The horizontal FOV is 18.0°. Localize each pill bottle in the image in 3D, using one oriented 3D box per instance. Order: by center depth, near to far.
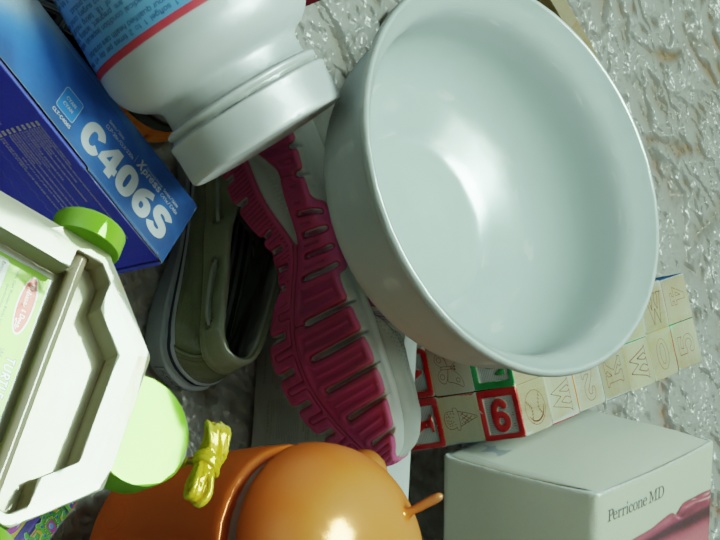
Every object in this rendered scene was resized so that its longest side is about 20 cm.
[{"bbox_3d":[-0.094,-0.146,1.065,0.109,0.108,0.201,-31,91,-47],"label":"pill bottle"}]

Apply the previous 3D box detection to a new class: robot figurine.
[{"bbox_3d":[-0.052,0.145,1.092,0.143,0.199,0.118,7,76,-48],"label":"robot figurine"}]

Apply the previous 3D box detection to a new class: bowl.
[{"bbox_3d":[0.050,-0.035,1.123,0.200,0.090,0.203,17,62,-36],"label":"bowl"}]

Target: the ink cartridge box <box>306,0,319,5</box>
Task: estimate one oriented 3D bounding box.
[{"bbox_3d":[-0.090,-0.250,1.225,0.200,0.082,0.147,35,57,-39],"label":"ink cartridge box"}]

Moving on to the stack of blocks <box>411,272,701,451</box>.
[{"bbox_3d":[0.102,0.054,1.355,0.199,0.115,0.059,-15,93,-50],"label":"stack of blocks"}]

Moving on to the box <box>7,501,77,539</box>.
[{"bbox_3d":[-0.249,0.089,0.940,0.193,0.121,0.200,57,46,-23],"label":"box"}]

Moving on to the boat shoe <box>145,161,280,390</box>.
[{"bbox_3d":[-0.062,-0.029,1.225,0.072,0.062,0.202,30,60,-41],"label":"boat shoe"}]

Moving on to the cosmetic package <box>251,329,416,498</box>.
[{"bbox_3d":[-0.014,0.086,1.239,0.050,0.082,0.202,20,68,-44],"label":"cosmetic package"}]

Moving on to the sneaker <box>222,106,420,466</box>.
[{"bbox_3d":[0.000,0.000,1.174,0.088,0.081,0.202,-14,90,-40],"label":"sneaker"}]

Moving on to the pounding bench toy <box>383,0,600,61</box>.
[{"bbox_3d":[0.092,-0.089,1.310,0.125,0.199,0.156,58,46,-22],"label":"pounding bench toy"}]

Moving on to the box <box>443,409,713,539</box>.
[{"bbox_3d":[0.125,0.196,1.315,0.127,0.108,0.202,-17,112,-48],"label":"box"}]

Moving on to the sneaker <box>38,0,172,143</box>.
[{"bbox_3d":[-0.133,-0.147,1.159,0.200,0.077,0.079,41,55,-34],"label":"sneaker"}]

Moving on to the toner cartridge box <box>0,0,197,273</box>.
[{"bbox_3d":[-0.174,-0.081,1.085,0.200,0.094,0.043,54,46,-27],"label":"toner cartridge box"}]

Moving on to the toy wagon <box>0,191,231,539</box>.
[{"bbox_3d":[-0.144,0.042,0.917,0.199,0.039,0.156,32,59,-25],"label":"toy wagon"}]
